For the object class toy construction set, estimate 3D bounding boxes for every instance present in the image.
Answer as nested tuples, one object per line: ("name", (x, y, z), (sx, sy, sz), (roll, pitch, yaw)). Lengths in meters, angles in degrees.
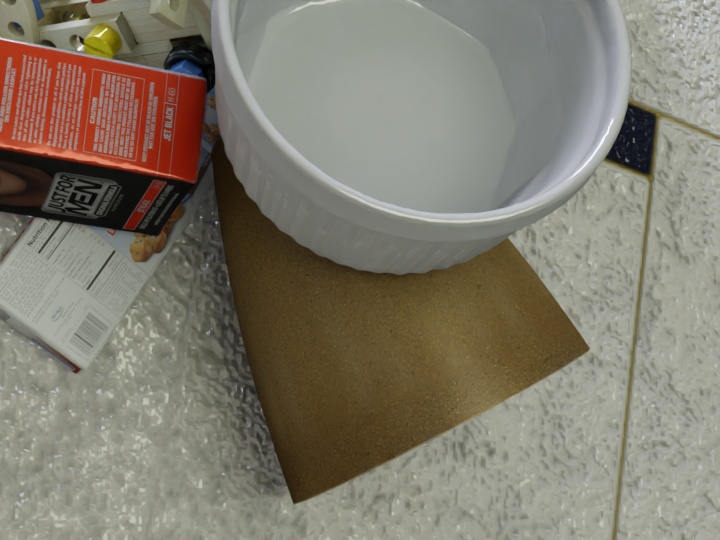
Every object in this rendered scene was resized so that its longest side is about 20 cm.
("toy construction set", (-0.135, -0.149, 0.721), (0.092, 0.199, 0.131), (-50, 132, -33))

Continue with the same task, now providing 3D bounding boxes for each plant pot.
("plant pot", (0.000, 0.000, 0.771), (0.186, 0.186, 0.201), (-25, 85, -31))

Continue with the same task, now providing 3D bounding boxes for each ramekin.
("ramekin", (0.021, -0.093, 0.671), (0.199, 0.105, 0.201), (5, 68, -12))

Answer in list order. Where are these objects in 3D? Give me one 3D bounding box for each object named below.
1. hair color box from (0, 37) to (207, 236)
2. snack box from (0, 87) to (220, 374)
("hair color box", (-0.188, -0.073, 0.699), (0.199, 0.101, 0.062), (9, 72, -17))
("snack box", (-0.133, -0.042, 0.786), (0.072, 0.024, 0.200), (39, 64, -16))
